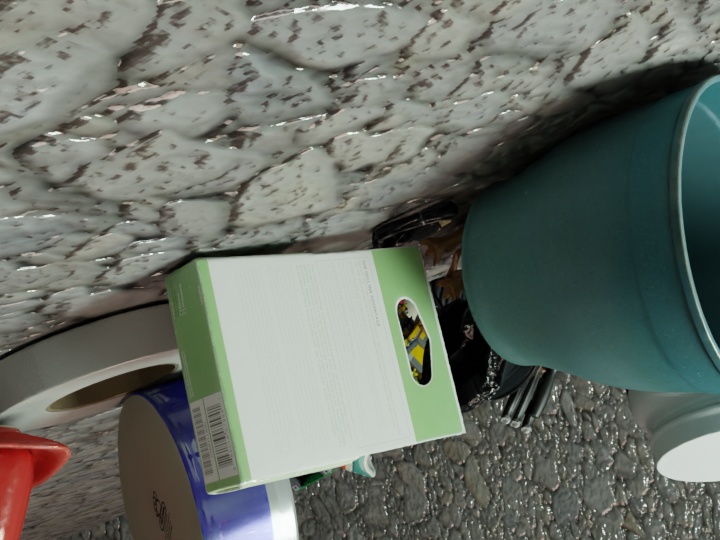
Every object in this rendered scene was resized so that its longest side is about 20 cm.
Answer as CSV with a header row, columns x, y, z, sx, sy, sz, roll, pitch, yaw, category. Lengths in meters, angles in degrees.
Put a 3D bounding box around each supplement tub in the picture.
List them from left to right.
x,y,z,sx,sy,sz,roll,pitch,yaw,category
0.271,0.047,0.900,0.143,0.203,0.146,-4,152,-2,supplement tub

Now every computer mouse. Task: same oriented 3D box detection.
x,y,z,sx,sy,sz,roll,pitch,yaw,category
0.000,0.000,0.894,0.199,0.035,0.058,-30,165,39,computer mouse

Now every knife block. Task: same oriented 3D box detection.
x,y,z,sx,sy,sz,roll,pitch,yaw,category
0.213,0.074,1.284,0.197,0.178,0.064,-18,171,-11,knife block

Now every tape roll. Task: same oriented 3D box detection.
x,y,z,sx,sy,sz,roll,pitch,yaw,category
-0.196,0.076,0.896,0.200,0.038,0.203,-20,171,-3,tape roll

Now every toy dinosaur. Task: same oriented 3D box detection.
x,y,z,sx,sy,sz,roll,pitch,yaw,category
0.108,-0.028,0.949,0.105,0.061,0.200,-30,168,-22,toy dinosaur

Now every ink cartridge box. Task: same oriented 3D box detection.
x,y,z,sx,sy,sz,roll,pitch,yaw,category
-0.027,0.061,0.793,0.198,0.148,0.048,-4,166,-42,ink cartridge box

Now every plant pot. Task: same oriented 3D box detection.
x,y,z,sx,sy,sz,roll,pitch,yaw,category
0.178,-0.009,0.783,0.186,0.204,0.198,-11,178,42,plant pot

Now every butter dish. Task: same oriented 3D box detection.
x,y,z,sx,sy,sz,roll,pitch,yaw,category
-0.327,0.195,0.847,0.197,0.150,0.199,8,158,-23,butter dish

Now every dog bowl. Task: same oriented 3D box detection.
x,y,z,sx,sy,sz,roll,pitch,yaw,category
-0.128,0.188,0.940,0.078,0.203,0.200,-11,167,-29,dog bowl

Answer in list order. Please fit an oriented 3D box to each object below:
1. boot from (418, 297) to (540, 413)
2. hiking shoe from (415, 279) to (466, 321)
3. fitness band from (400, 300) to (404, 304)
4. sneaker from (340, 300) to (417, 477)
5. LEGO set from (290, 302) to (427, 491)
x,y,z,sx,sy,sz,roll,pitch,yaw,category
0.099,0.067,0.950,0.167,0.077,0.201,-31,162,-44,boot
0.046,0.076,1.253,0.198,0.077,0.100,-26,165,25,hiking shoe
-0.045,0.047,1.057,0.143,0.038,0.199,-31,167,34,fitness band
0.027,0.118,1.176,0.202,0.093,0.070,-59,175,9,sneaker
-0.030,0.095,1.029,0.154,0.116,0.199,-50,-169,-36,LEGO set
